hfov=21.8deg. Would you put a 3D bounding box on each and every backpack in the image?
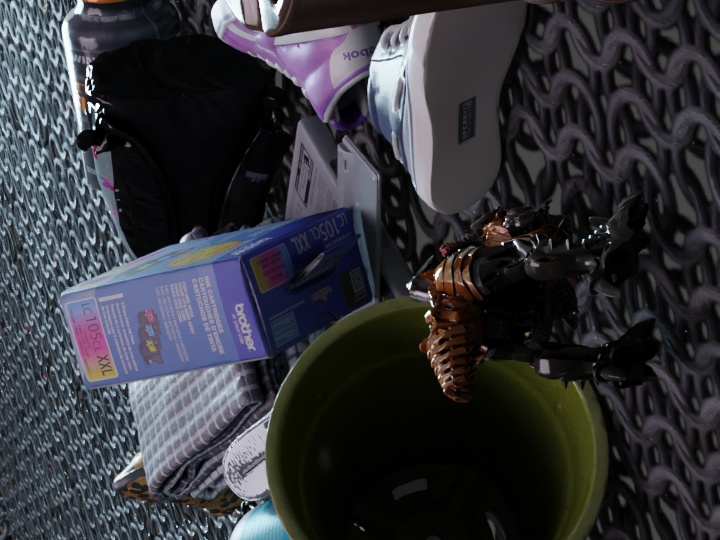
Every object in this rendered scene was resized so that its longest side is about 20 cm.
[{"bbox_3d":[-0.140,-0.092,1.517,0.200,0.166,0.127,91,174,-45],"label":"backpack"}]

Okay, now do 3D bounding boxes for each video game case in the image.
[{"bbox_3d":[-0.012,0.013,1.422,0.200,0.022,0.182,101,146,-50],"label":"video game case"}]

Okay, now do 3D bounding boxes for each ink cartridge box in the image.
[{"bbox_3d":[-0.087,0.017,1.302,0.200,0.136,0.077,-9,101,34],"label":"ink cartridge box"}]

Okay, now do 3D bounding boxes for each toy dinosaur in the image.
[{"bbox_3d":[0.084,0.021,0.995,0.102,0.135,0.200,72,-152,-42],"label":"toy dinosaur"}]

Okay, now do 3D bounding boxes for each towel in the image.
[{"bbox_3d":[-0.120,0.072,1.484,0.200,0.085,0.166,-47,48,46],"label":"towel"}]

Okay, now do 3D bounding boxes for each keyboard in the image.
[{"bbox_3d":[0.000,0.000,1.340,0.056,0.011,0.200,45,146,42],"label":"keyboard"}]

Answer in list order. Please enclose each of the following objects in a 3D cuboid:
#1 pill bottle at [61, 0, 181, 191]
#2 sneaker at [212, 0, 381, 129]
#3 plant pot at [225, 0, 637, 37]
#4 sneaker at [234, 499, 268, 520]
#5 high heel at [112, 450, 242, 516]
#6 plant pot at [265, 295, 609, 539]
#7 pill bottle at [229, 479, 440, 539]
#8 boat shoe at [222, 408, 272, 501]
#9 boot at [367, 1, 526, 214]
[{"bbox_3d":[-0.207,-0.176,1.669,0.106,0.106,0.200,-139,38,-56],"label":"pill bottle"},{"bbox_3d":[-0.041,-0.147,1.285,0.200,0.073,0.115,-4,104,70],"label":"sneaker"},{"bbox_3d":[0.027,-0.206,0.893,0.200,0.198,0.201,50,149,46],"label":"plant pot"},{"bbox_3d":[-0.071,0.204,1.640,0.074,0.079,0.200,-127,30,-48],"label":"sneaker"},{"bbox_3d":[-0.186,0.213,1.854,0.200,0.142,0.072,115,135,-61],"label":"high heel"},{"bbox_3d":[0.048,0.145,1.168,0.190,0.200,0.200,85,161,-63],"label":"plant pot"},{"bbox_3d":[-0.023,0.207,1.366,0.200,0.111,0.111,-29,76,41],"label":"pill bottle"},{"bbox_3d":[-0.015,0.097,1.355,0.200,0.067,0.074,-32,83,27],"label":"boat shoe"},{"bbox_3d":[0.040,-0.129,1.097,0.090,0.073,0.200,52,152,34],"label":"boot"}]
